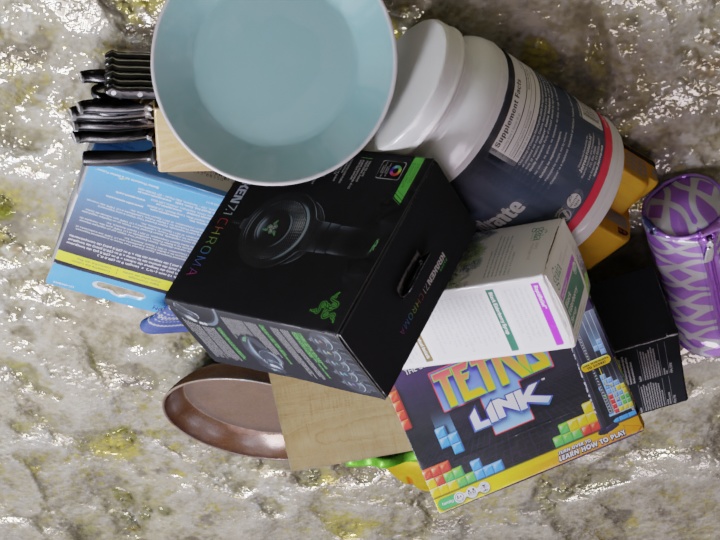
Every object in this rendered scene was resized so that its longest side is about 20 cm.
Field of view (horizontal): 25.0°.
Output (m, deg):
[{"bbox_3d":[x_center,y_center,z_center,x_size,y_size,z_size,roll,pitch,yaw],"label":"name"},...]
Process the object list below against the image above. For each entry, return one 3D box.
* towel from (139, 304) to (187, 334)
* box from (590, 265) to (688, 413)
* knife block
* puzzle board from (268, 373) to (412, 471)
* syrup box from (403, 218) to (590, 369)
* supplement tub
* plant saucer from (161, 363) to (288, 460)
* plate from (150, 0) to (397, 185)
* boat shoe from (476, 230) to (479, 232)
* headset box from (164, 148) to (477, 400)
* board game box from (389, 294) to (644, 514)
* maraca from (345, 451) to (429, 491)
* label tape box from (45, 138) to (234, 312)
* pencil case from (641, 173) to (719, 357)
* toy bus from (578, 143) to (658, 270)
[{"bbox_3d":[-0.105,0.015,1.515,0.144,0.024,0.200,-3,161,-36],"label":"towel"},{"bbox_3d":[0.233,0.083,1.563,0.140,0.079,0.200,-20,155,5],"label":"box"},{"bbox_3d":[-0.145,-0.121,1.400,0.175,0.064,0.200,-37,127,24],"label":"knife block"},{"bbox_3d":[-0.015,0.108,1.562,0.017,0.152,0.199,-10,175,-44],"label":"puzzle board"},{"bbox_3d":[0.083,0.024,1.349,0.199,0.079,0.082,-9,125,26],"label":"syrup box"},{"bbox_3d":[0.109,-0.108,1.362,0.199,0.141,0.140,28,134,-26],"label":"supplement tub"},{"bbox_3d":[-0.112,0.147,1.732,0.199,0.035,0.201,7,152,4],"label":"plant saucer"},{"bbox_3d":[-0.069,-0.168,1.307,0.199,0.202,0.026,4,-179,-1],"label":"plate"},{"bbox_3d":[0.020,-0.034,1.434,0.201,0.060,0.072,25,135,8],"label":"boat shoe"},{"bbox_3d":[-0.026,-0.004,1.306,0.199,0.175,0.093,11,150,38],"label":"headset box"},{"bbox_3d":[0.129,0.100,1.441,0.199,0.057,0.166,-24,94,7],"label":"board game box"},{"bbox_3d":[0.068,0.181,1.702,0.199,0.108,0.137,-7,-176,-22],"label":"maraca"},{"bbox_3d":[-0.202,-0.046,1.515,0.142,0.066,0.200,16,142,-14],"label":"label tape box"},{"bbox_3d":[0.318,-0.002,1.512,0.084,0.086,0.200,-37,138,-8],"label":"pencil case"},{"bbox_3d":[0.183,-0.036,1.487,0.065,0.079,0.200,27,134,-26],"label":"toy bus"}]
